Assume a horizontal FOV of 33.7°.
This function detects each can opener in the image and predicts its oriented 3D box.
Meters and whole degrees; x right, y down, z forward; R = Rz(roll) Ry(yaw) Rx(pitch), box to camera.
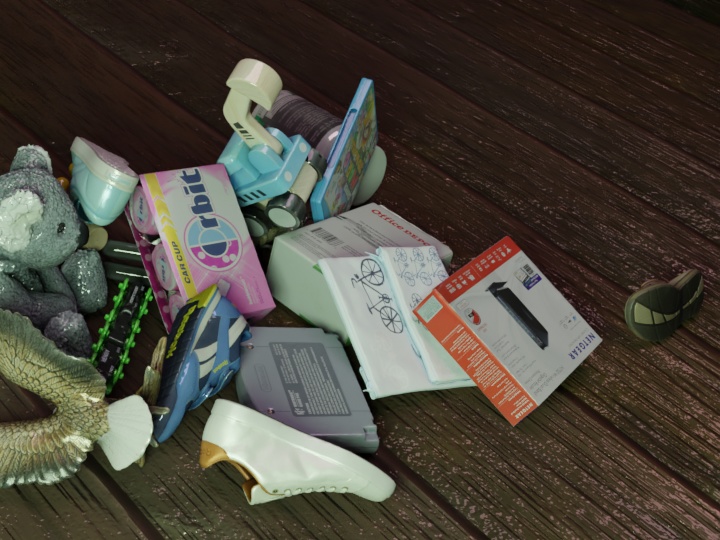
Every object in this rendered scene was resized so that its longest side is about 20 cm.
[{"bbox_3d":[-0.219,0.003,1.464,0.199,0.054,0.067,10,-3,-5],"label":"can opener"}]

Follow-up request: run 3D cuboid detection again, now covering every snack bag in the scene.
[{"bbox_3d":[0.053,0.054,1.388,0.199,0.021,0.189,-2,61,-42],"label":"snack bag"}]

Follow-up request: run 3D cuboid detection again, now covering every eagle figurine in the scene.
[{"bbox_3d":[-0.291,0.132,1.122,0.199,0.151,0.152,13,42,-23],"label":"eagle figurine"}]

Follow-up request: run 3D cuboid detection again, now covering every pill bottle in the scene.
[{"bbox_3d":[-0.065,-0.181,1.767,0.200,0.114,0.113,31,34,31],"label":"pill bottle"}]

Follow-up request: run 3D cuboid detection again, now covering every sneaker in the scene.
[{"bbox_3d":[-0.170,0.106,1.247,0.082,0.074,0.200,45,46,-24],"label":"sneaker"},{"bbox_3d":[-0.314,-0.101,1.384,0.074,0.082,0.200,29,4,-21],"label":"sneaker"},{"bbox_3d":[-0.066,0.201,1.169,0.199,0.085,0.073,24,-16,-9],"label":"sneaker"}]

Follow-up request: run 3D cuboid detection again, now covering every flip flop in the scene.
[{"bbox_3d":[0.409,0.041,1.622,0.057,0.082,0.200,13,22,37],"label":"flip flop"}]

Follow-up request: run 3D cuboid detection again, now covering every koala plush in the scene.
[{"bbox_3d":[-0.364,-0.022,1.276,0.183,0.201,0.178,8,30,-8],"label":"koala plush"}]

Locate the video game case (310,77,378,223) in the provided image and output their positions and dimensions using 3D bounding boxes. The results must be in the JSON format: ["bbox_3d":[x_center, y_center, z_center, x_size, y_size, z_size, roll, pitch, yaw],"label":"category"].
[{"bbox_3d":[-0.019,-0.136,1.587,0.018,0.143,0.201,16,64,12],"label":"video game case"}]

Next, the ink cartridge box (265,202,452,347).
[{"bbox_3d":[0.000,0.000,1.504,0.146,0.083,0.200,34,35,28],"label":"ink cartridge box"}]

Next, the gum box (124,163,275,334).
[{"bbox_3d":[-0.188,-0.016,1.385,0.113,0.066,0.201,-12,74,-36],"label":"gum box"}]

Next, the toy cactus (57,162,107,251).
[{"bbox_3d":[-0.370,-0.058,1.438,0.165,0.103,0.200,27,40,35],"label":"toy cactus"}]

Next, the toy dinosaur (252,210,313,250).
[{"bbox_3d":[-0.102,-0.063,1.594,0.088,0.048,0.200,-12,18,26],"label":"toy dinosaur"}]

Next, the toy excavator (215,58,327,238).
[{"bbox_3d":[-0.125,-0.148,1.424,0.200,0.194,0.100,43,54,-28],"label":"toy excavator"}]

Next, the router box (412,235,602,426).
[{"bbox_3d":[0.180,0.067,1.429,0.180,0.049,0.200,48,38,7],"label":"router box"}]

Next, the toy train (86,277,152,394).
[{"bbox_3d":[-0.267,0.075,1.293,0.042,0.057,0.200,24,27,-11],"label":"toy train"}]

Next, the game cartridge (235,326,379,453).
[{"bbox_3d":[-0.068,0.130,1.303,0.133,0.041,0.200,6,30,-20],"label":"game cartridge"}]
